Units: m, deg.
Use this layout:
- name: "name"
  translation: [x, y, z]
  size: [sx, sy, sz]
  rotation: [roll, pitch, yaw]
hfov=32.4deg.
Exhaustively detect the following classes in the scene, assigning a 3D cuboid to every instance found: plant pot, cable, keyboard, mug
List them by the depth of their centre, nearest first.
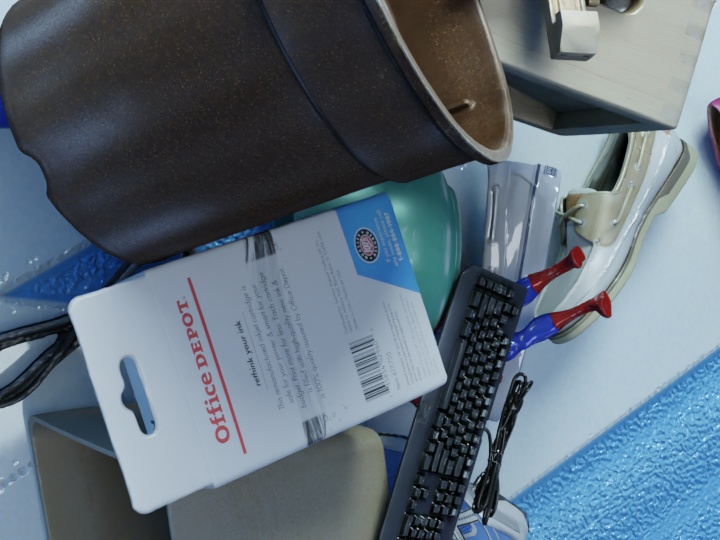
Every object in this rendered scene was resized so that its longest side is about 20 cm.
- name: "plant pot"
  translation: [-0.056, -0.108, 0.607]
  size: [0.197, 0.201, 0.201]
  rotation: [-23, 110, 20]
- name: "plant pot"
  translation: [-0.085, 0.182, 0.815]
  size: [0.176, 0.199, 0.201]
  rotation: [-15, 102, -36]
- name: "cable"
  translation: [-0.170, 0.034, 0.823]
  size: [0.199, 0.050, 0.098]
  rotation: [-12, 101, -25]
- name: "keyboard"
  translation: [0.075, 0.104, 0.832]
  size: [0.127, 0.021, 0.201]
  rotation: [21, 86, -52]
- name: "mug"
  translation: [0.001, -0.011, 0.845]
  size: [0.113, 0.185, 0.153]
  rotation: [1, 76, -9]

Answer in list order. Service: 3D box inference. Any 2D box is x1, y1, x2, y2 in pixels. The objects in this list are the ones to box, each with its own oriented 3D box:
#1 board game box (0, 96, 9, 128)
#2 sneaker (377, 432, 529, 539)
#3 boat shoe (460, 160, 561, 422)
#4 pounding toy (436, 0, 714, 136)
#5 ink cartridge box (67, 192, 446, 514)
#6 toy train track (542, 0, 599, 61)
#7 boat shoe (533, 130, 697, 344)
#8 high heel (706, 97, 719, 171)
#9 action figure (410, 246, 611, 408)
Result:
- name: "board game box"
  translation: [-0.152, -0.111, 0.768]
  size: [0.199, 0.134, 0.045]
  rotation: [-3, 98, -24]
- name: "sneaker"
  translation: [0.047, 0.184, 0.920]
  size: [0.199, 0.076, 0.077]
  rotation: [32, 55, -23]
- name: "boat shoe"
  translation: [0.103, 0.014, 0.949]
  size: [0.065, 0.074, 0.202]
  rotation: [12, 98, 5]
- name: "pounding toy"
  translation: [0.128, -0.171, 0.789]
  size: [0.199, 0.184, 0.143]
  rotation: [17, 90, -17]
- name: "ink cartridge box"
  translation: [-0.062, 0.043, 0.670]
  size: [0.199, 0.068, 0.117]
  rotation: [-19, 92, -33]
- name: "toy train track"
  translation: [0.105, -0.213, 0.665]
  size: [0.114, 0.033, 0.202]
  rotation: [-1, 76, -23]
- name: "boat shoe"
  translation: [0.186, -0.038, 0.976]
  size: [0.068, 0.075, 0.201]
  rotation: [39, 72, -18]
- name: "high heel"
  translation: [0.328, -0.046, 1.035]
  size: [0.095, 0.067, 0.202]
  rotation: [0, 92, -35]
- name: "action figure"
  translation: [0.082, 0.054, 0.901]
  size: [0.199, 0.052, 0.066]
  rotation: [-31, 97, 22]
